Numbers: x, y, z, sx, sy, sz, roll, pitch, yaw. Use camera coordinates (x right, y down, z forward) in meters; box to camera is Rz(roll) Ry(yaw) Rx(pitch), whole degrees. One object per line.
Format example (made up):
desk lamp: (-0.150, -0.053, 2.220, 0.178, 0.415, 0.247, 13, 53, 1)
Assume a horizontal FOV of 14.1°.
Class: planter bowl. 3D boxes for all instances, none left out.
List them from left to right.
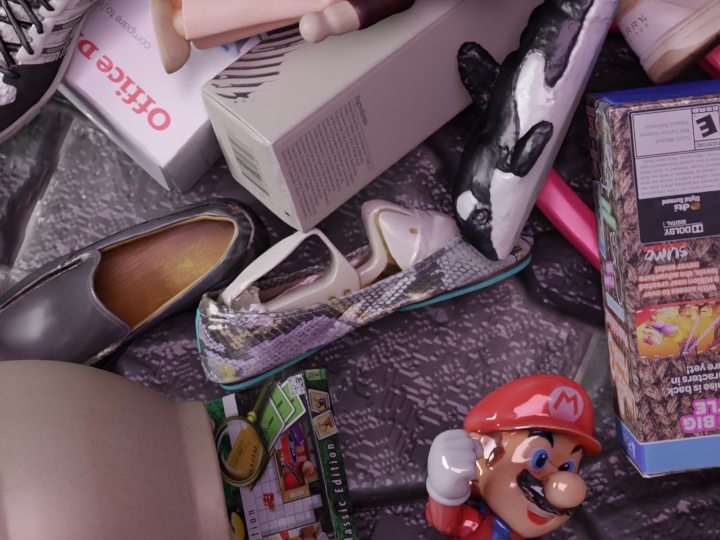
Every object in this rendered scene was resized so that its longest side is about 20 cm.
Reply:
planter bowl: (-0.138, 0.137, 1.551, 0.135, 0.200, 0.200, -9, 81, -7)

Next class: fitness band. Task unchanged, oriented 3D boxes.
fitness band: (0.170, -0.066, 1.645, 0.144, 0.037, 0.200, -43, 81, -1)

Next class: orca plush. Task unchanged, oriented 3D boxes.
orca plush: (0.084, -0.106, 1.563, 0.071, 0.105, 0.200, 25, 124, 7)

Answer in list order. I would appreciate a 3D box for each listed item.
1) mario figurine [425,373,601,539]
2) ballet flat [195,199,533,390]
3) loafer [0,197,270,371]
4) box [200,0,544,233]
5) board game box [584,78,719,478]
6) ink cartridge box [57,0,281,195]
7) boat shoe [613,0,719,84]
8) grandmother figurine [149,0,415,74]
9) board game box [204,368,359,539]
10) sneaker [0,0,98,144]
mario figurine: (0.083, 0.153, 1.574, 0.106, 0.123, 0.200, 17, 87, 18)
ballet flat: (0.000, 0.000, 1.609, 0.200, 0.072, 0.072, -23, 81, -10)
loafer: (-0.147, 0.014, 1.626, 0.200, 0.072, 0.073, -32, 82, -2)
box: (0.014, -0.117, 1.605, 0.200, 0.082, 0.068, -38, 52, -17)
board game box: (0.213, -0.002, 1.563, 0.159, 0.097, 0.200, -6, 98, -3)
ink cartridge box: (-0.090, -0.166, 1.645, 0.146, 0.086, 0.200, 42, 84, 7)
boat shoe: (0.217, -0.185, 1.619, 0.200, 0.074, 0.069, -38, 86, -26)
grandmother figurine: (-0.009, -0.158, 1.554, 0.200, 0.061, 0.121, -9, 49, 10)
board game box: (-0.041, 0.162, 1.593, 0.023, 0.105, 0.200, -3, 77, -44)
sneaker: (-0.175, -0.154, 1.562, 0.076, 0.088, 0.200, 35, 88, 6)
